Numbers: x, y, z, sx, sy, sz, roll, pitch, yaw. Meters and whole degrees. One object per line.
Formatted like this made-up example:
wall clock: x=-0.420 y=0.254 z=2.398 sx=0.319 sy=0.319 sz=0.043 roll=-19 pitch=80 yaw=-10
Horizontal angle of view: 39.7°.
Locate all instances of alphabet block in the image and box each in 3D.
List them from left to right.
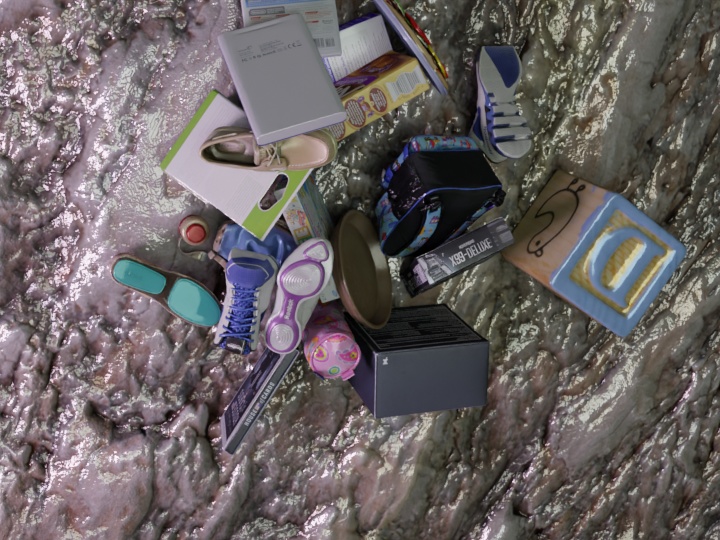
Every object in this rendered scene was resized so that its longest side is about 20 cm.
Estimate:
alphabet block: x=0.399 y=-0.033 z=1.730 sx=0.196 sy=0.200 sz=0.196 roll=35 pitch=93 yaw=-23

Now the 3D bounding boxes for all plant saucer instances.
plant saucer: x=0.000 y=0.000 z=1.634 sx=0.029 sy=0.200 sz=0.200 roll=-13 pitch=113 yaw=22

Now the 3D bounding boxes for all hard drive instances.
hard drive: x=-0.115 y=-0.278 z=1.439 sx=0.132 sy=0.200 sz=0.025 roll=-18 pitch=151 yaw=-10

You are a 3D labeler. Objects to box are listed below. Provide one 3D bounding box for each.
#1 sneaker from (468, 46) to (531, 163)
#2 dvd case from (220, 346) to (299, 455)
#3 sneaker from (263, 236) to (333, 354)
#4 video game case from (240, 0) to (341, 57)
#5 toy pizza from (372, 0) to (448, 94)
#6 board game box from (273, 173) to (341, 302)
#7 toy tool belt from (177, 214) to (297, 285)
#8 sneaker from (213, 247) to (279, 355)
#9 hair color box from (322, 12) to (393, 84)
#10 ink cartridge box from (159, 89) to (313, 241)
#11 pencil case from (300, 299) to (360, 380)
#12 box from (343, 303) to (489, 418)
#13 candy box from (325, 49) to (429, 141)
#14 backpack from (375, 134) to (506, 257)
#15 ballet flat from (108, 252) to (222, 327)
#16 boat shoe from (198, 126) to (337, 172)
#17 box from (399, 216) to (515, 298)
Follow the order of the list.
sneaker: x=0.217 y=-0.265 z=1.663 sx=0.080 sy=0.115 sz=0.200 roll=-1 pitch=76 yaw=-19
dvd case: x=-0.168 y=0.192 z=1.643 sx=0.025 sy=0.150 sz=0.200 roll=33 pitch=94 yaw=-14
sneaker: x=-0.097 y=0.027 z=1.536 sx=0.075 sy=0.100 sz=0.200 roll=24 pitch=115 yaw=-6
video game case: x=-0.111 y=-0.419 z=1.514 sx=0.143 sy=0.018 sz=0.201 roll=-8 pitch=90 yaw=-9
toy pizza: x=0.081 y=-0.356 z=1.532 sx=0.032 sy=0.200 sz=0.200 roll=-36 pitch=114 yaw=7
board game box: x=-0.075 y=-0.066 z=1.604 sx=0.034 sy=0.135 sz=0.200 roll=-17 pitch=112 yaw=13
toy tool belt: x=-0.185 y=-0.035 z=1.585 sx=0.199 sy=0.123 sz=0.125 roll=16 pitch=101 yaw=-21
sneaker: x=-0.174 y=0.062 z=1.517 sx=0.080 sy=0.115 sz=0.200 roll=10 pitch=147 yaw=-5
hair color box: x=-0.047 y=-0.319 z=1.577 sx=0.200 sy=0.065 sz=0.110 roll=-25 pitch=112 yaw=-11
ink cartridge box: x=-0.181 y=-0.156 z=1.526 sx=0.200 sy=0.076 sz=0.148 roll=36 pitch=94 yaw=8
pencil case: x=-0.056 y=0.106 z=1.626 sx=0.087 sy=0.200 sz=0.088 roll=-4 pitch=110 yaw=-12
box: x=0.087 y=0.149 z=1.685 sx=0.199 sy=0.198 sz=0.124 roll=-4 pitch=107 yaw=-16
candy box: x=-0.007 y=-0.258 z=1.512 sx=0.200 sy=0.117 sz=0.057 roll=-33 pitch=115 yaw=-6
backpack: x=0.110 y=-0.112 z=1.641 sx=0.182 sy=0.135 sz=0.200 roll=-7 pitch=151 yaw=-36
ballet flat: x=-0.310 y=0.025 z=1.594 sx=0.200 sy=0.067 sz=0.068 roll=33 pitch=88 yaw=-24
boat shoe: x=-0.133 y=-0.172 z=1.435 sx=0.199 sy=0.065 sz=0.072 roll=4 pitch=116 yaw=13
box: x=0.156 y=-0.018 z=1.657 sx=0.157 sy=0.200 sz=0.050 roll=-26 pitch=85 yaw=-8
